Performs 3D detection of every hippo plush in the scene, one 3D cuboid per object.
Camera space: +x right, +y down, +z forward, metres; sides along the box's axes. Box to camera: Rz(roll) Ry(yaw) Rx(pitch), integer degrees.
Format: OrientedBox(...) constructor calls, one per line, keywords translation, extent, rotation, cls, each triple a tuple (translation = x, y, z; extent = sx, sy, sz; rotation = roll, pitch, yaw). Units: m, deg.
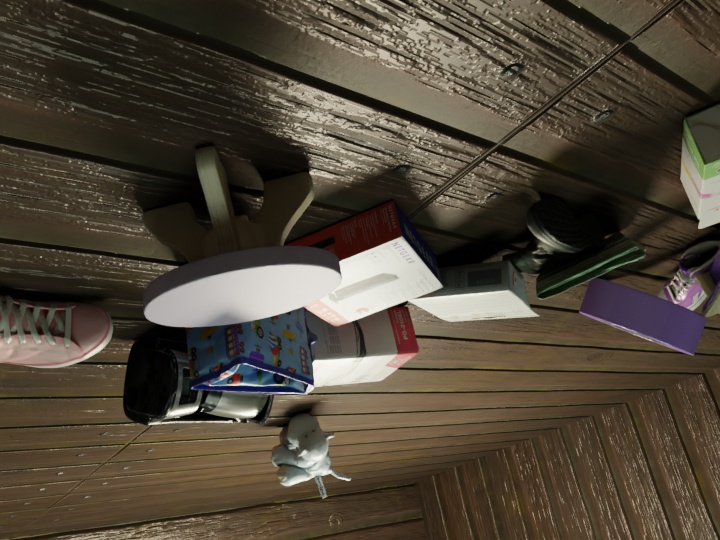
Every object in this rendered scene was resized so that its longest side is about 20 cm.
OrientedBox(translation=(-0.137, 0.441, 1.614), extent=(0.157, 0.202, 0.163), rotation=(-29, 153, -18), cls="hippo plush")

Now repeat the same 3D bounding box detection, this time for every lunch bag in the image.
OrientedBox(translation=(-0.118, 0.069, 0.839), extent=(0.092, 0.155, 0.198), rotation=(-25, 153, 28), cls="lunch bag")

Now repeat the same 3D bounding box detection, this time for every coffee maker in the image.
OrientedBox(translation=(-0.260, 0.181, 1.029), extent=(0.190, 0.139, 0.197), rotation=(-30, 151, 35), cls="coffee maker")

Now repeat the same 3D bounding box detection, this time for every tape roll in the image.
OrientedBox(translation=(0.482, 0.078, 1.150), extent=(0.195, 0.067, 0.200), rotation=(21, -179, 0), cls="tape roll")

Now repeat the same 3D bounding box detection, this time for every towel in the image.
OrientedBox(translation=(0.322, -0.007, 0.959), extent=(0.149, 0.024, 0.200), rotation=(-27, -179, 16), cls="towel")

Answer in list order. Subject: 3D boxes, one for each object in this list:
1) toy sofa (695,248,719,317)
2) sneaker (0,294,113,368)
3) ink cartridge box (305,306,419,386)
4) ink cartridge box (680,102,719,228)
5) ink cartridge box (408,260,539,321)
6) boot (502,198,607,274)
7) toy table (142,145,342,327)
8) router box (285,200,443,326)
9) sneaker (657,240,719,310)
OrientedBox(translation=(0.588, -0.023, 1.045), extent=(0.094, 0.084, 0.203), rotation=(-12, 139, -5), cls="toy sofa")
OrientedBox(translation=(-0.395, 0.067, 0.778), extent=(0.193, 0.078, 0.105), rotation=(-2, 159, -15), cls="sneaker")
OrientedBox(translation=(-0.025, 0.128, 1.101), extent=(0.194, 0.087, 0.145), rotation=(0, 153, -30), cls="ink cartridge box")
OrientedBox(translation=(0.460, -0.133, 0.817), extent=(0.114, 0.069, 0.200), rotation=(-21, 154, 16), cls="ink cartridge box")
OrientedBox(translation=(0.177, 0.036, 1.017), extent=(0.158, 0.052, 0.199), rotation=(-6, 166, 26), cls="ink cartridge box")
OrientedBox(translation=(0.249, -0.031, 0.926), extent=(0.129, 0.070, 0.197), rotation=(-30, 156, 35), cls="boot")
OrientedBox(translation=(-0.124, -0.025, 0.676), extent=(0.193, 0.121, 0.185), rotation=(-8, 156, -11), cls="toy table")
OrientedBox(translation=(0.000, 0.000, 0.881), extent=(0.175, 0.050, 0.200), rotation=(-21, 155, 15), cls="router box")
OrientedBox(translation=(0.588, 0.010, 1.206), extent=(0.111, 0.074, 0.202), rotation=(4, 140, -28), cls="sneaker")
